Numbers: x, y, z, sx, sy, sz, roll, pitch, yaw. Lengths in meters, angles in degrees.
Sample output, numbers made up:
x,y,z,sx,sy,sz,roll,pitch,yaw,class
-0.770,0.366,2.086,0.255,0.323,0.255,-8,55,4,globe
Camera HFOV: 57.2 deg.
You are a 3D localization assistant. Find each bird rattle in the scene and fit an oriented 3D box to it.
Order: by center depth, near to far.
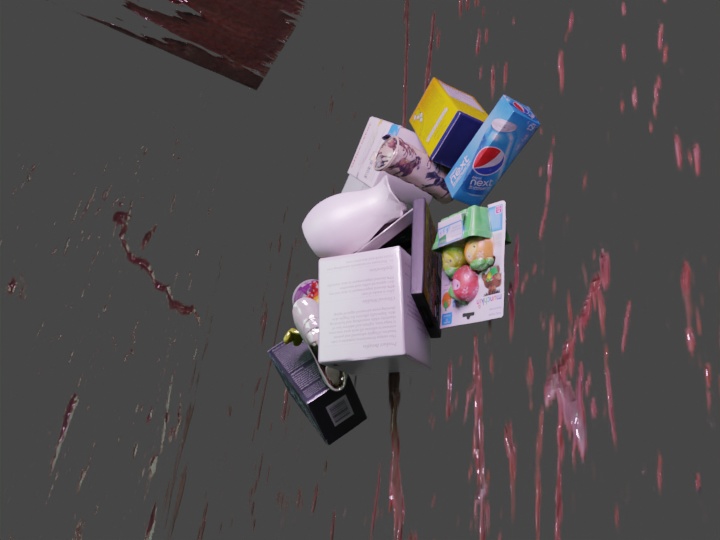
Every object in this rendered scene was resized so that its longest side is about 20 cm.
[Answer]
x,y,z,sx,sy,sz,roll,pitch,yaw,class
-0.069,0.081,1.367,0.163,0.113,0.200,120,174,-47,bird rattle

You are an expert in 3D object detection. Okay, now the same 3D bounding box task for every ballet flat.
x,y,z,sx,sy,sz,roll,pitch,yaw,class
-0.070,0.145,1.261,0.200,0.069,0.069,69,166,-19,ballet flat

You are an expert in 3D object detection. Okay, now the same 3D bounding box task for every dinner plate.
x,y,z,sx,sy,sz,roll,pitch,yaw,class
0.048,-0.067,1.294,0.200,0.024,0.200,-37,0,0,dinner plate

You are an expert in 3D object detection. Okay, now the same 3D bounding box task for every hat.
x,y,z,sx,sy,sz,roll,pitch,yaw,class
0.078,-0.051,1.433,0.200,0.081,0.201,-18,27,10,hat

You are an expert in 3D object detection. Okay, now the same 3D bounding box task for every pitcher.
x,y,z,sx,sy,sz,roll,pitch,yaw,class
-0.004,-0.100,1.347,0.200,0.172,0.121,-27,71,11,pitcher

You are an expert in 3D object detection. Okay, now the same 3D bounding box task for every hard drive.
x,y,z,sx,sy,sz,roll,pitch,yaw,class
-0.002,-0.220,1.827,0.132,0.027,0.200,-65,24,17,hard drive

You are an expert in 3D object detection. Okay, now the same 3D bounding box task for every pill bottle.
x,y,z,sx,sy,sz,roll,pitch,yaw,class
-0.099,0.092,1.699,0.200,0.112,0.112,25,96,67,pill bottle

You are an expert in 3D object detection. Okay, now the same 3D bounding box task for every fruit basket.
x,y,z,sx,sy,sz,roll,pitch,yaw,class
0.187,-0.007,1.156,0.185,0.094,0.200,-20,58,62,fruit basket

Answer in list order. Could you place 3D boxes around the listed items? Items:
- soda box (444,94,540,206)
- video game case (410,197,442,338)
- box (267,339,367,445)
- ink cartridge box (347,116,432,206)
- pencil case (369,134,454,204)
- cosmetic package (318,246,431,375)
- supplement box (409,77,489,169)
x,y,z,sx,sy,sz,roll,pitch,yaw,class
0.241,-0.218,1.228,0.200,0.064,0.068,-57,27,32,soda box
0.124,-0.002,1.226,0.181,0.025,0.200,62,-152,-55,video game case
-0.095,0.246,1.429,0.107,0.149,0.200,-32,40,-14,box
0.085,-0.246,1.498,0.147,0.144,0.200,-66,23,12,ink cartridge box
0.119,-0.200,1.328,0.089,0.200,0.078,33,100,58,pencil case
0.028,0.082,1.234,0.167,0.166,0.200,-7,71,21,cosmetic package
0.189,-0.291,1.342,0.110,0.109,0.200,-59,26,27,supplement box
